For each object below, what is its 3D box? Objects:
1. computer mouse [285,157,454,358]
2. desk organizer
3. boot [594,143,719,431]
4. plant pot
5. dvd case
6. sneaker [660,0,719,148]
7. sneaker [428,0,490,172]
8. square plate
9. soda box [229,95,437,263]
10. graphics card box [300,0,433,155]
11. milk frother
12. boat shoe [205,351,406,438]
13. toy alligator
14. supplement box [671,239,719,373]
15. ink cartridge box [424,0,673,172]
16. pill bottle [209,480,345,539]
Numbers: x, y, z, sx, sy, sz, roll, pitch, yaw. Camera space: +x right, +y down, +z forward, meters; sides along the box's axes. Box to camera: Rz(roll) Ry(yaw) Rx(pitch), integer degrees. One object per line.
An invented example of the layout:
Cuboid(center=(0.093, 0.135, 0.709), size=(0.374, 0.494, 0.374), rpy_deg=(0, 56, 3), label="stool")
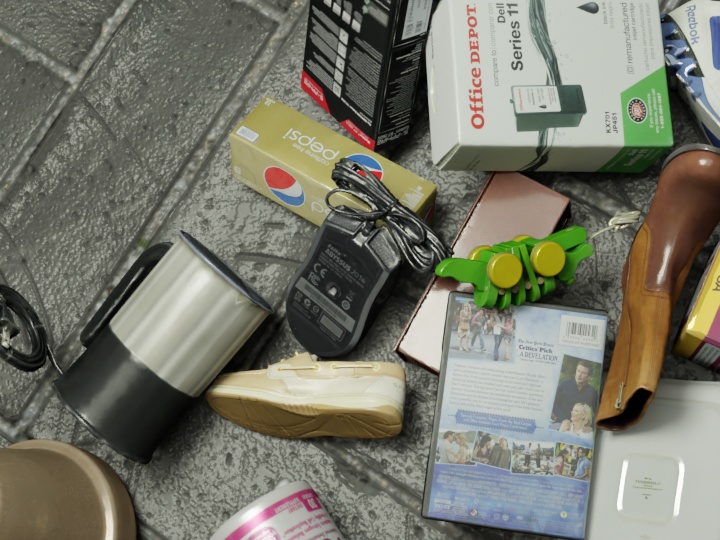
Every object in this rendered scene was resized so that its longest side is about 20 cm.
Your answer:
Cuboid(center=(0.000, 0.000, 1.214), size=(0.138, 0.053, 0.200), rpy_deg=(42, 128, 11), label="computer mouse")
Cuboid(center=(0.115, 0.009, 1.212), size=(0.077, 0.072, 0.201), rpy_deg=(28, 84, 15), label="desk organizer")
Cuboid(center=(0.247, 0.014, 1.094), size=(0.068, 0.189, 0.201), rpy_deg=(24, 58, -3), label="boot")
Cuboid(center=(-0.326, 0.234, 1.187), size=(0.199, 0.175, 0.202), rpy_deg=(-7, 65, 16), label="plant pot")
Cuboid(center=(0.135, 0.125, 1.147), size=(0.141, 0.018, 0.202), rpy_deg=(7, 82, 5), label="dvd case")
Cuboid(center=(0.349, -0.182, 1.200), size=(0.115, 0.081, 0.200), rpy_deg=(-34, 71, 5), label="sneaker")
Cuboid(center=(0.101, -0.187, 1.258), size=(0.095, 0.079, 0.201), rpy_deg=(-27, 72, 7), label="sneaker")
Cuboid(center=(0.251, 0.186, 1.114), size=(0.199, 0.028, 0.200), rpy_deg=(1, 75, 44), label="square plate")
Cuboid(center=(-0.027, -0.085, 1.258), size=(0.199, 0.068, 0.064), rpy_deg=(30, 58, 18), label="soda box")
Cuboid(center=(0.005, -0.225, 1.221), size=(0.051, 0.201, 0.125), rpy_deg=(-23, 51, -29), label="graphics card box")
Cuboid(center=(-0.219, 0.039, 1.203), size=(0.188, 0.200, 0.180), rpy_deg=(-50, 55, 0), label="milk frother")
Cuboid(center=(-0.047, 0.112, 1.229), size=(0.198, 0.074, 0.070), rpy_deg=(3, 54, 21), label="boat shoe")
Cuboid(center=(0.161, -0.004, 1.146), size=(0.198, 0.059, 0.055), rpy_deg=(-14, 102, -17), label="toy alligator")
Cuboid(center=(0.376, 0.055, 1.104), size=(0.199, 0.131, 0.104), rpy_deg=(24, 82, 11), label="supplement box")
Cuboid(center=(0.165, -0.167, 1.171), size=(0.198, 0.083, 0.148), rpy_deg=(-1, 78, -11), label="ink cartridge box")
Cuboid(center=(-0.040, 0.297, 1.156), size=(0.113, 0.113, 0.201), rpy_deg=(-36, 73, 2), label="pill bottle")
